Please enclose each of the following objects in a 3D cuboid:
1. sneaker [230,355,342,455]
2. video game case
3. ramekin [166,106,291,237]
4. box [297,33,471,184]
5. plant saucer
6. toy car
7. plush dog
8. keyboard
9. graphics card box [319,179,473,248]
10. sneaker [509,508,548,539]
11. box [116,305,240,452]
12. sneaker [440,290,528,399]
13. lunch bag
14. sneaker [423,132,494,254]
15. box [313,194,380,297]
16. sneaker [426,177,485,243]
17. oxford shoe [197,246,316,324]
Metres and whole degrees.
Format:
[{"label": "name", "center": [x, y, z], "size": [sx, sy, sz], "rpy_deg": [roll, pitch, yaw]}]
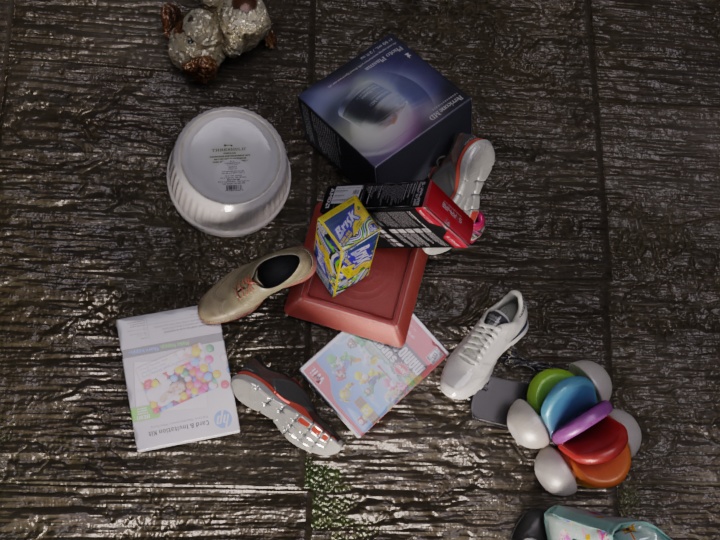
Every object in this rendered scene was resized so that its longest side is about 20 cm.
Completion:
[{"label": "sneaker", "center": [-0.098, 0.198, 1.471], "size": [0.200, 0.077, 0.082], "rpy_deg": [41, 46, -11]}, {"label": "video game case", "center": [0.022, 0.144, 1.532], "size": [0.200, 0.017, 0.143], "rpy_deg": [-41, 86, -16]}, {"label": "ramekin", "center": [-0.205, -0.161, 1.525], "size": [0.199, 0.105, 0.201], "rpy_deg": [2, 76, -9]}, {"label": "box", "center": [0.042, -0.240, 1.544], "size": [0.200, 0.123, 0.198], "rpy_deg": [-37, 63, -16]}, {"label": "plant saucer", "center": [0.000, 0.000, 1.542], "size": [0.199, 0.037, 0.201], "rpy_deg": [16, 71, 0]}, {"label": "toy car", "center": [0.336, 0.240, 1.476], "size": [0.175, 0.150, 0.200], "rpy_deg": [-30, 87, -11]}, {"label": "plush dog", "center": [-0.236, -0.389, 1.578], "size": [0.171, 0.161, 0.200], "rpy_deg": [-31, 54, -1]}, {"label": "keyboard", "center": [0.277, 0.200, 1.560], "size": [0.199, 0.021, 0.128], "rpy_deg": [14, 80, -7]}, {"label": "graphics card box", "center": [0.053, -0.080, 1.439], "size": [0.125, 0.200, 0.051], "rpy_deg": [36, 62, -43]}, {"label": "sneaker", "center": [0.253, 0.456, 1.458], "size": [0.074, 0.089, 0.201], "rpy_deg": [23, 72, -2]}, {"label": "box", "center": [-0.276, 0.160, 1.467], "size": [0.155, 0.041, 0.201], "rpy_deg": [-9, 79, -12]}, {"label": "sneaker", "center": [0.191, 0.114, 1.525], "size": [0.076, 0.081, 0.200], "rpy_deg": [32, 68, 22]}, {"label": "lunch bag", "center": [0.379, 0.423, 1.421], "size": [0.200, 0.170, 0.122], "rpy_deg": [41, 73, -17]}, {"label": "sneaker", "center": [0.140, -0.123, 1.514], "size": [0.077, 0.082, 0.200], "rpy_deg": [6, 115, -44]}, {"label": "box", "center": [-0.024, -0.032, 1.425], "size": [0.070, 0.200, 0.064], "rpy_deg": [-32, 77, -15]}, {"label": "sneaker", "center": [0.123, -0.126, 1.586], "size": [0.200, 0.075, 0.081], "rpy_deg": [36, 74, 1]}, {"label": "oxford shoe", "center": [-0.164, 0.017, 1.439], "size": [0.200, 0.075, 0.071], "rpy_deg": [-31, 82, 9]}]
